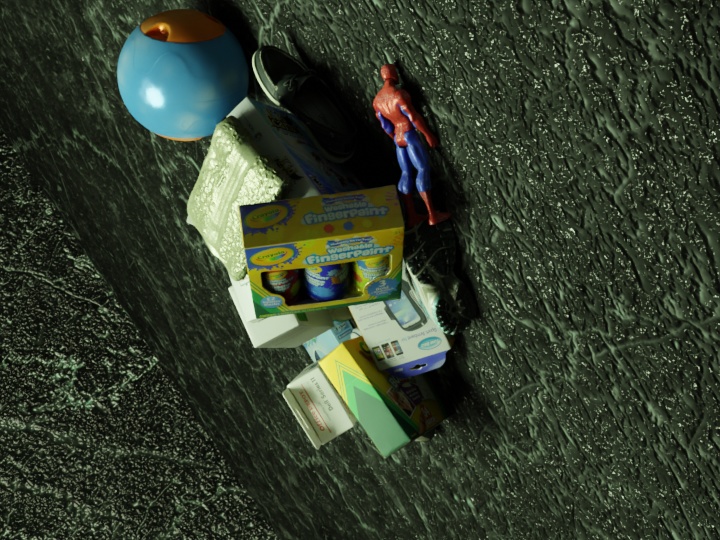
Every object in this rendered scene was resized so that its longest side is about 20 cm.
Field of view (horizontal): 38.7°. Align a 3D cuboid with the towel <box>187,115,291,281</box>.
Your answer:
[{"bbox_3d":[-0.167,-0.092,1.364,0.148,0.036,0.200,48,135,19],"label":"towel"}]

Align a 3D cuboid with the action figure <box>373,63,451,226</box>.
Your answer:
[{"bbox_3d":[0.060,-0.156,1.262,0.065,0.052,0.200,1,114,52],"label":"action figure"}]

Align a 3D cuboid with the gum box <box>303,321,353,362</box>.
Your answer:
[{"bbox_3d":[-0.034,0.164,1.874,0.200,0.045,0.170,58,157,1],"label":"gum box"}]

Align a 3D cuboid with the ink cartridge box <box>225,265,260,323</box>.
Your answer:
[{"bbox_3d":[-0.123,-0.041,1.475,0.083,0.147,0.200,-20,90,45],"label":"ink cartridge box"}]

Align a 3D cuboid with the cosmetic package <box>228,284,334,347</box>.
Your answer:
[{"bbox_3d":[-0.122,0.060,1.626,0.108,0.085,0.200,64,-168,8],"label":"cosmetic package"}]

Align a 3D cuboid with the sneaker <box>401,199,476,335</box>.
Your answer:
[{"bbox_3d":[0.084,-0.007,1.371,0.086,0.078,0.200,30,144,56],"label":"sneaker"}]

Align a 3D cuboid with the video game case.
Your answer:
[{"bbox_3d":[-0.073,-0.145,1.417,0.181,0.045,0.200,52,-163,16],"label":"video game case"}]

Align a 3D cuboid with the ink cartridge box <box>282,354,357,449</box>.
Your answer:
[{"bbox_3d":[-0.057,0.215,1.720,0.117,0.067,0.200,58,-169,-1],"label":"ink cartridge box"}]

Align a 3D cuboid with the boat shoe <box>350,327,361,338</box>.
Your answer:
[{"bbox_3d":[0.028,0.193,1.749,0.200,0.067,0.074,59,158,0],"label":"boat shoe"}]

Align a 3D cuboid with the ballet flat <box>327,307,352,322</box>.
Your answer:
[{"bbox_3d":[-0.080,0.010,1.755,0.200,0.067,0.062,44,144,33],"label":"ballet flat"}]

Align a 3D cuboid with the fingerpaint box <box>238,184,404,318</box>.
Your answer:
[{"bbox_3d":[-0.047,-0.020,1.317,0.167,0.200,0.073,91,170,-56],"label":"fingerpaint box"}]

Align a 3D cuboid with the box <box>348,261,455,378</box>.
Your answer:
[{"bbox_3d":[0.052,0.057,1.476,0.119,0.041,0.200,-19,107,22],"label":"box"}]

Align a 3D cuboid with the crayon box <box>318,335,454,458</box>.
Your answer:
[{"bbox_3d":[0.044,0.179,1.559,0.173,0.058,0.200,55,-159,10],"label":"crayon box"}]

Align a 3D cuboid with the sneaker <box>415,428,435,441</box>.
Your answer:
[{"bbox_3d":[0.053,0.205,1.688,0.200,0.085,0.074,38,-178,-11],"label":"sneaker"}]

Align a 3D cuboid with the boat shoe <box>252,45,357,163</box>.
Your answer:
[{"bbox_3d":[-0.072,-0.240,1.405,0.199,0.074,0.066,56,155,7],"label":"boat shoe"}]

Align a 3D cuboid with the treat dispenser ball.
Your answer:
[{"bbox_3d":[-0.273,-0.301,1.583,0.201,0.201,0.201,46,154,29],"label":"treat dispenser ball"}]

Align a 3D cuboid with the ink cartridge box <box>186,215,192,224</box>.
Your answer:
[{"bbox_3d":[-0.157,-0.070,1.648,0.200,0.083,0.146,24,176,-31],"label":"ink cartridge box"}]
